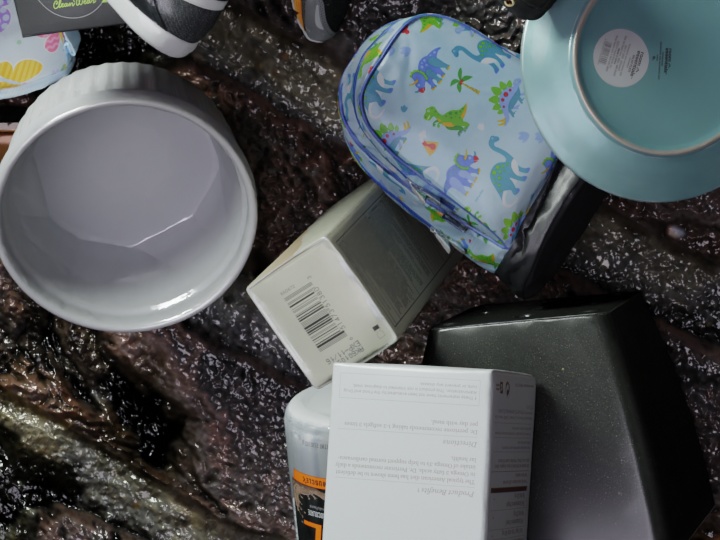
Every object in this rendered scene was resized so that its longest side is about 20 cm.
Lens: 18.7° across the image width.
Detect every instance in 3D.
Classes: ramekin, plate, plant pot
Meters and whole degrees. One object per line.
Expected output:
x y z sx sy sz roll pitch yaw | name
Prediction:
-0.180 -0.063 1.667 0.200 0.105 0.201 -3 120 -5 | ramekin
0.212 -0.148 1.538 0.200 0.026 0.201 0 90 -10 | plate
0.140 0.114 1.619 0.199 0.199 0.178 -7 94 19 | plant pot

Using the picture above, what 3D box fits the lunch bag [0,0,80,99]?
-0.319 -0.222 1.655 0.199 0.127 0.170 1 132 15 | lunch bag

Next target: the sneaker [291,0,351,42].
0.005 -0.256 1.595 0.077 0.078 0.200 21 111 4 | sneaker

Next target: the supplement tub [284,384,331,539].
0.008 0.192 1.713 0.122 0.123 0.201 0 107 17 | supplement tub

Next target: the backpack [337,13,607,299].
0.079 -0.101 1.590 0.200 0.154 0.163 35 88 20 | backpack

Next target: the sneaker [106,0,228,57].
-0.155 -0.245 1.435 0.200 0.073 0.112 41 111 -8 | sneaker

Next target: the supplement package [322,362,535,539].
0.047 0.166 1.493 0.117 0.117 0.201 3 86 19 | supplement package

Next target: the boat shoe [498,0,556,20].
0.070 -0.258 1.514 0.201 0.074 0.063 49 129 13 | boat shoe

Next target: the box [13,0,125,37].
-0.155 -0.254 1.575 0.148 0.200 0.125 -7 105 19 | box

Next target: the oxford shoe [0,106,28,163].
-0.284 -0.095 1.741 0.199 0.071 0.071 -4 110 17 | oxford shoe

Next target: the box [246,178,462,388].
0.000 0.000 1.610 0.078 0.200 0.095 -33 95 23 | box
